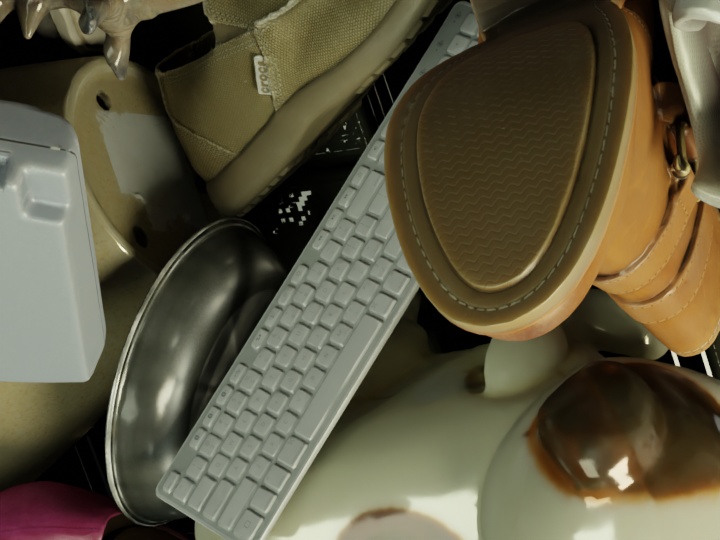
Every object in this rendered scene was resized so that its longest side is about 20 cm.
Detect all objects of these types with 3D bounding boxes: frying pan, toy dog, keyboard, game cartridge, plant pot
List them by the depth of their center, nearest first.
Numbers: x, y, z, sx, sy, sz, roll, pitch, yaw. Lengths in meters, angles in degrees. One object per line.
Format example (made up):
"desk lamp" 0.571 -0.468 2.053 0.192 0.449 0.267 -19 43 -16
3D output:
"game cartridge" -0.183 -0.017 0.929 0.200 0.041 0.133 10 144 7
"toy dog" 0.047 0.073 0.944 0.200 0.194 0.140 -2 105 45
"keyboard" 0.000 0.000 0.951 0.011 0.200 0.056 36 173 -38
"frying pan" -0.052 0.067 1.036 0.031 0.115 0.190 17 134 24
"plant pot" -0.151 0.002 1.065 0.200 0.187 0.187 -28 98 29

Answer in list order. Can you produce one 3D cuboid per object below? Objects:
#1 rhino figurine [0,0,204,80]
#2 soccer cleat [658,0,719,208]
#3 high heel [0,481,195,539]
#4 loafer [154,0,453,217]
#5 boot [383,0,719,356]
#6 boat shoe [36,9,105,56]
"rhino figurine" -0.053 -0.134 0.915 0.087 0.200 0.060 44 172 14
"soccer cleat" 0.122 -0.111 0.829 0.070 0.086 0.200 -1 99 37
"high heel" -0.078 0.121 1.071 0.096 0.200 0.068 -6 77 34
"loafer" -0.014 -0.092 0.965 0.067 0.076 0.200 43 132 -1
"boot" 0.072 -0.021 0.855 0.074 0.200 0.155 -12 134 20
"boat shoe" -0.120 -0.141 0.973 0.057 0.067 0.200 29 160 19
